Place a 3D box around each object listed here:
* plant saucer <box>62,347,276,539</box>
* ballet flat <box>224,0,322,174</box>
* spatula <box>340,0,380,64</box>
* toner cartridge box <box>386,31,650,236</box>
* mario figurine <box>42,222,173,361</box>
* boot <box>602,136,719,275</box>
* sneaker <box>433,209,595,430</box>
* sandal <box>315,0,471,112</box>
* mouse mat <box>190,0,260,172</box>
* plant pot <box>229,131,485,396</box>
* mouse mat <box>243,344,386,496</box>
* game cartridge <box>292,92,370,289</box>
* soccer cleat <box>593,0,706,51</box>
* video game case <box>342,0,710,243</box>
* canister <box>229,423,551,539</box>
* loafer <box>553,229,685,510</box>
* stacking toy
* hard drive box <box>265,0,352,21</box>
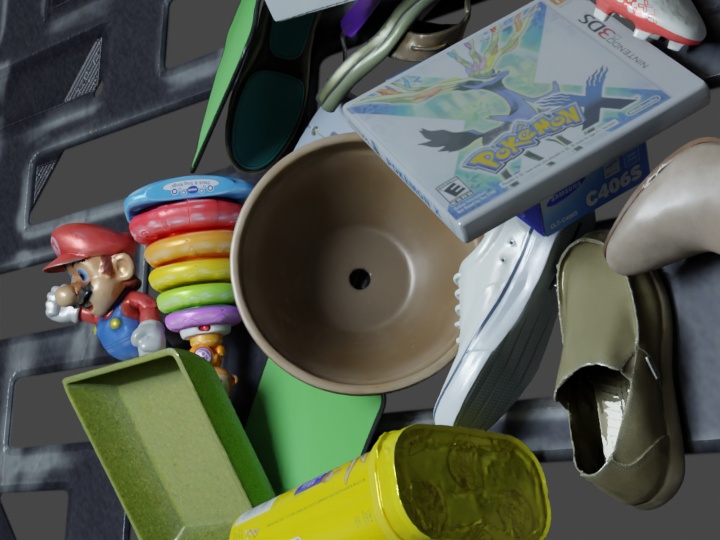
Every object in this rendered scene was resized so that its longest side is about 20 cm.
[{"bbox_3d":[-0.153,0.160,1.368,0.200,0.048,0.200,-17,101,51],"label":"plant saucer"},{"bbox_3d":[-0.077,-0.185,1.432,0.069,0.069,0.200,24,96,49],"label":"ballet flat"},{"bbox_3d":[-0.020,-0.169,1.381,0.057,0.021,0.200,-118,48,-65],"label":"spatula"},{"bbox_3d":[0.111,-0.105,1.156,0.200,0.095,0.043,42,157,47],"label":"toner cartridge box"},{"bbox_3d":[-0.232,0.051,1.445,0.123,0.106,0.200,-27,95,17],"label":"mario figurine"},{"bbox_3d":[0.251,-0.025,0.980,0.200,0.070,0.146,-43,38,21],"label":"boot"},{"bbox_3d":[0.100,0.027,1.152,0.071,0.073,0.200,27,89,38],"label":"sneaker"},{"bbox_3d":[0.048,-0.189,1.284,0.201,0.080,0.057,-40,92,27],"label":"sandal"},{"bbox_3d":[-0.107,-0.199,1.376,0.161,0.008,0.200,121,163,-46],"label":"mouse mat"},{"bbox_3d":[0.000,0.000,1.226,0.093,0.201,0.201,109,167,-80],"label":"plant pot"},{"bbox_3d":[-0.047,0.135,1.313,0.161,0.008,0.200,48,129,43],"label":"mouse mat"},{"bbox_3d":[-0.026,-0.046,1.348,0.133,0.041,0.200,41,111,51],"label":"game cartridge"},{"bbox_3d":[0.189,-0.229,1.125,0.085,0.069,0.200,-60,38,25],"label":"soccer cleat"},{"bbox_3d":[0.112,-0.117,1.114,0.200,0.022,0.182,-30,41,-9],"label":"video game case"},{"bbox_3d":[0.017,0.186,1.150,0.200,0.148,0.087,-32,58,43],"label":"canister"},{"bbox_3d":[0.169,0.060,1.067,0.076,0.067,0.200,-33,56,39],"label":"loafer"},{"bbox_3d":[-0.143,0.022,1.404,0.110,0.116,0.200,128,135,-78],"label":"stacking toy"},{"bbox_3d":[0.028,-0.276,1.248,0.200,0.156,0.077,-7,115,48],"label":"hard drive box"}]
